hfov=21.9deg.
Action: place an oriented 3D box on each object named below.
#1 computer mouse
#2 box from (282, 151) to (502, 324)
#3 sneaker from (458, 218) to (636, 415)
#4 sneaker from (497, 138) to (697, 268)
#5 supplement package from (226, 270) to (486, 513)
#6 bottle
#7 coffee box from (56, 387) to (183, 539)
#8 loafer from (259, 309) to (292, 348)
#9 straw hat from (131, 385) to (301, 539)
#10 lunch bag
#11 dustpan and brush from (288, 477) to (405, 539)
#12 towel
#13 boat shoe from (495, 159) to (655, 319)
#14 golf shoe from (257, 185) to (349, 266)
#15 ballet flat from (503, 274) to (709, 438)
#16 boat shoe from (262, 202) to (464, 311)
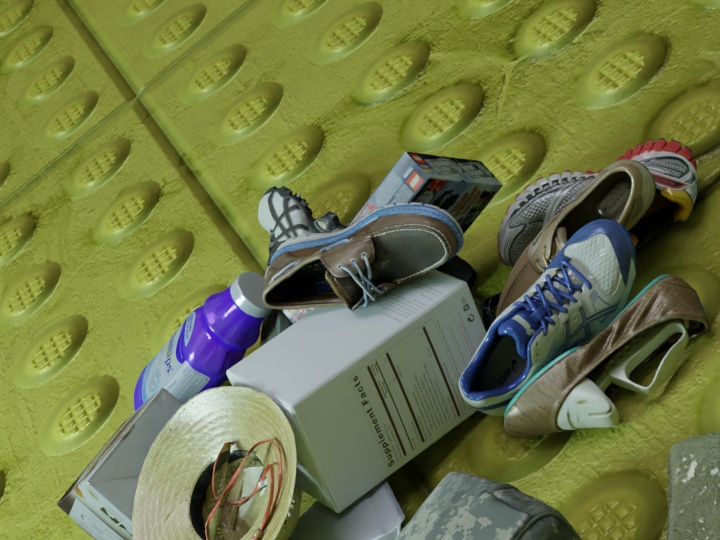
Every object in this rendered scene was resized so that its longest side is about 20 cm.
[{"bbox_3d":[0.097,0.020,1.775,0.059,0.034,0.200,-43,32,-8],"label":"computer mouse"},{"bbox_3d":[0.031,-0.021,1.743,0.040,0.137,0.200,48,113,24],"label":"box"},{"bbox_3d":[0.160,0.044,1.574,0.075,0.088,0.201,38,103,23],"label":"sneaker"},{"bbox_3d":[0.214,-0.051,1.704,0.199,0.078,0.082,-25,35,21],"label":"sneaker"},{"bbox_3d":[0.006,0.097,1.648,0.199,0.120,0.121,-34,29,-21],"label":"supplement package"},{"bbox_3d":[-0.155,0.080,1.862,0.200,0.065,0.084,-48,26,35],"label":"bottle"},{"bbox_3d":[-0.210,0.193,1.746,0.115,0.080,0.200,-51,4,-22],"label":"coffee box"},{"bbox_3d":[-0.063,0.094,1.826,0.201,0.075,0.070,-92,23,-48],"label":"loafer"},{"bbox_3d":[-0.099,0.201,1.600,0.200,0.085,0.202,-21,58,38],"label":"straw hat"},{"bbox_3d":[0.071,0.253,1.405,0.200,0.140,0.167,-47,33,-15],"label":"lunch bag"},{"bbox_3d":[-0.046,0.261,1.609,0.199,0.057,0.140,-32,20,-1],"label":"dustpan and brush"},{"bbox_3d":[0.289,0.188,1.364,0.148,0.037,0.201,-19,37,27],"label":"towel"},{"bbox_3d":[0.182,-0.016,1.646,0.201,0.071,0.064,-56,-15,13],"label":"boat shoe"},{"bbox_3d":[-0.073,-0.026,1.968,0.094,0.078,0.200,-45,31,-10],"label":"golf shoe"},{"bbox_3d":[0.212,0.087,1.559,0.200,0.068,0.072,-38,51,-5],"label":"ballet flat"},{"bbox_3d":[0.000,0.000,1.630,0.199,0.072,0.073,-17,29,35],"label":"boat shoe"}]
